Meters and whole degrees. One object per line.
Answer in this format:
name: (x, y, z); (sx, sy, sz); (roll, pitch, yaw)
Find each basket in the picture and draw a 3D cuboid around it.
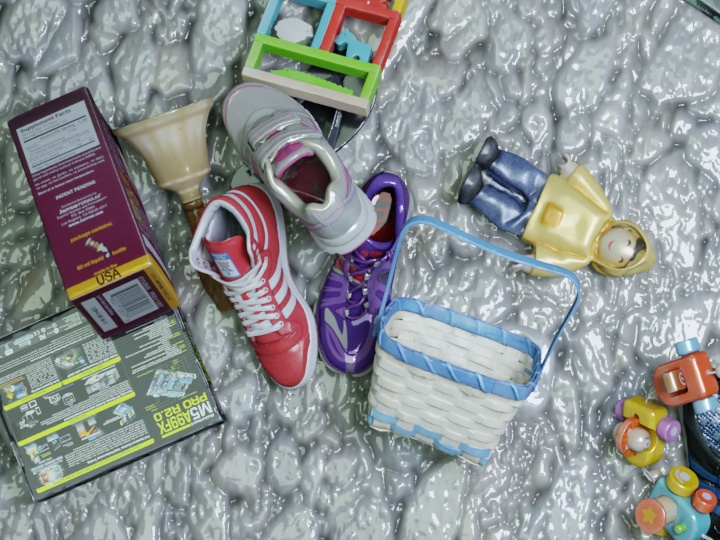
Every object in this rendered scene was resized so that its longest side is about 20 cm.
basket: (0.091, 0.063, 1.686); (0.175, 0.139, 0.201); (22, 115, 0)

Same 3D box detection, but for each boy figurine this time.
boy figurine: (0.190, -0.045, 1.747); (0.199, 0.064, 0.125); (31, 83, 7)

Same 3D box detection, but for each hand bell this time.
hand bell: (-0.158, -0.057, 1.753); (0.103, 0.104, 0.202); (-19, 96, -1)

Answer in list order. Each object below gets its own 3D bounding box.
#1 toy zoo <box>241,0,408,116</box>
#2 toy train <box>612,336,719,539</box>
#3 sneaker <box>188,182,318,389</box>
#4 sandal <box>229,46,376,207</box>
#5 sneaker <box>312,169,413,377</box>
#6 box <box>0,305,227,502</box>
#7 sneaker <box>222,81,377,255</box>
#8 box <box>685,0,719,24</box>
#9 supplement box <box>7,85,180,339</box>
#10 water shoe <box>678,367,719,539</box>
toy zoo: (-0.023, -0.257, 1.770); (0.130, 0.020, 0.202); (16, 71, 10)
toy train: (0.292, 0.170, 1.682); (0.055, 0.150, 0.202); (-12, 87, -36)
sneaker: (-0.102, 0.020, 1.706); (0.071, 0.112, 0.202); (-15, 90, 22)
sandal: (-0.050, -0.135, 1.768); (0.076, 0.043, 0.201); (35, 86, 4)
sneaker: (0.000, 0.000, 1.734); (0.080, 0.083, 0.202); (11, 85, 2)
box: (-0.250, 0.111, 1.745); (0.199, 0.044, 0.161); (-24, 85, -2)
sneaker: (-0.063, -0.109, 1.692); (0.081, 0.088, 0.200); (-42, 67, -2)
box: (0.407, -0.295, 1.783); (0.199, 0.036, 0.145); (34, 85, 5)
supplement box: (-0.251, -0.054, 1.704); (0.085, 0.110, 0.201); (-23, 67, -1)
water shoe: (0.343, 0.192, 1.710); (0.071, 0.079, 0.202); (-16, 84, -1)
